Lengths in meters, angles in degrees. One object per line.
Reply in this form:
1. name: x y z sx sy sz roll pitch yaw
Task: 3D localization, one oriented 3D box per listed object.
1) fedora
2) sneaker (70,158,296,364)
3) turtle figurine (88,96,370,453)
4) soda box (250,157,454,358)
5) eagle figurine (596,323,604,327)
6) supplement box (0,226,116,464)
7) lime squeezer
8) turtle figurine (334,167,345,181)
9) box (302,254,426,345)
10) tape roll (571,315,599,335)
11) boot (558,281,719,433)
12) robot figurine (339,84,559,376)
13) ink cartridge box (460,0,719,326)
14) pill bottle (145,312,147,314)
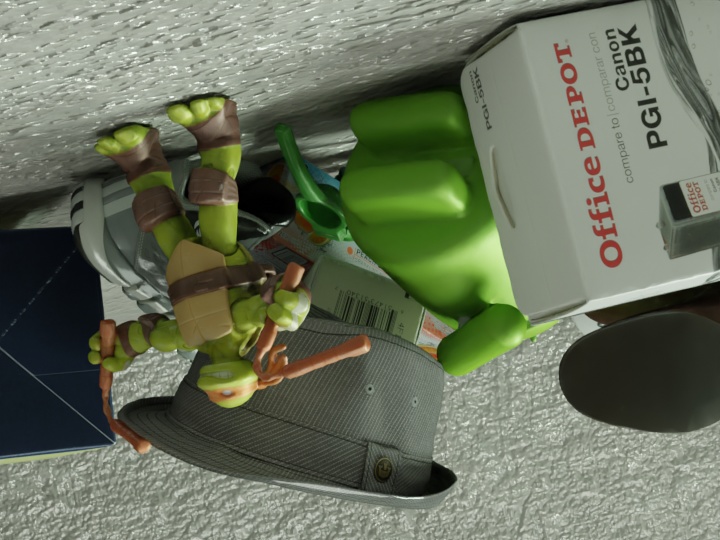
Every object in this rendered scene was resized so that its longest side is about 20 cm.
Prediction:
1. fedora: -0.028 0.066 0.870 0.199 0.091 0.177 16 -178 -29
2. sneaker: -0.078 -0.005 0.947 0.115 0.075 0.200 -21 146 18
3. turtle figurine: -0.071 -0.001 0.774 0.064 0.162 0.199 -8 174 -45
4. soda box: 0.000 0.000 1.059 0.200 0.069 0.063 32 148 -33
5. eagle figurine: 0.257 -0.063 1.284 0.199 0.152 0.151 -32 133 19
6. supplement box: -0.276 0.059 0.971 0.199 0.135 0.200 -4 173 -23
7. lime squeezer: -0.009 -0.051 0.967 0.071 0.038 0.200 -60 159 14
8. turtle figurine: 0.086 -0.051 1.140 0.199 0.101 0.150 0 158 -21
9. box: -0.026 0.069 1.045 0.082 0.069 0.200 20 151 -7
10. tape roll: 0.259 -0.021 1.412 0.202 0.204 0.071 -10 176 -44
11. boot: 0.164 0.032 0.896 0.185 0.065 0.200 -4 -168 -17
12. robot figurine: 0.065 -0.031 0.905 0.115 0.177 0.200 -7 153 28
13. ink cartridge box: 0.170 -0.066 0.805 0.199 0.148 0.083 -13 176 -18
14. pill bottle: -0.101 0.006 1.157 0.112 0.114 0.200 -14 176 0
